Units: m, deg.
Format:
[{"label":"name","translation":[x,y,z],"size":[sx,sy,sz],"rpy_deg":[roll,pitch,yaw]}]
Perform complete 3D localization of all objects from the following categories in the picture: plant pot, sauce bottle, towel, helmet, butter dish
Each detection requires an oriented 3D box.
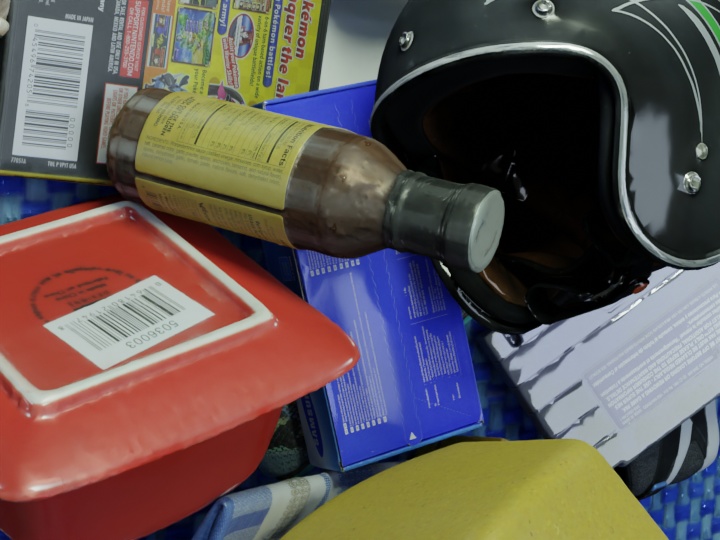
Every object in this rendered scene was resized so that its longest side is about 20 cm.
[{"label":"plant pot","translation":[0.056,0.190,0.716],"size":[0.196,0.194,0.200],"rpy_deg":[50,61,-17]},{"label":"sauce bottle","translation":[-0.028,-0.041,0.720],"size":[0.065,0.200,0.065],"rpy_deg":[-45,144,-47]},{"label":"towel","translation":[-0.048,0.173,0.813],"size":[0.200,0.024,0.147],"rpy_deg":[3,121,-60]},{"label":"helmet","translation":[0.107,-0.080,0.751],"size":[0.200,0.200,0.191],"rpy_deg":[-23,89,-34]},{"label":"butter dish","translation":[-0.134,0.069,0.733],"size":[0.200,0.199,0.148],"rpy_deg":[-20,130,-35]}]

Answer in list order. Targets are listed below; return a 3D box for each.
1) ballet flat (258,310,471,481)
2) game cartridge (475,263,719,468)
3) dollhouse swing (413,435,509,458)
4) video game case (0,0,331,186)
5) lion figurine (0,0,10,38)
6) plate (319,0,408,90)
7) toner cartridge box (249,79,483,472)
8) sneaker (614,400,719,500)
[{"label":"ballet flat","translation":[0.003,0.040,0.880],"size":[0.200,0.074,0.074],"rpy_deg":[-42,118,-31]},{"label":"game cartridge","translation":[0.193,0.041,0.996],"size":[0.200,0.038,0.130],"rpy_deg":[-34,97,-9]},{"label":"dollhouse swing","translation":[0.091,0.230,0.921],"size":[0.176,0.182,0.200],"rpy_deg":[28,77,-15]},{"label":"video game case","translation":[-0.101,-0.142,0.784],"size":[0.180,0.025,0.201],"rpy_deg":[4,99,-30]},{"label":"lion figurine","translation":[-0.210,-0.180,0.658],"size":[0.122,0.072,0.200],"rpy_deg":[-40,139,0]},{"label":"plate","translation":[0.026,-0.159,0.905],"size":[0.200,0.032,0.200],"rpy_deg":[-47,120,-24]},{"label":"toner cartridge box","translation":[0.000,0.000,0.809],"size":[0.095,0.043,0.200],"rpy_deg":[-14,95,-27]},{"label":"sneaker","translation":[0.195,0.071,1.037],"size":[0.112,0.073,0.200],"rpy_deg":[-24,110,-35]}]
